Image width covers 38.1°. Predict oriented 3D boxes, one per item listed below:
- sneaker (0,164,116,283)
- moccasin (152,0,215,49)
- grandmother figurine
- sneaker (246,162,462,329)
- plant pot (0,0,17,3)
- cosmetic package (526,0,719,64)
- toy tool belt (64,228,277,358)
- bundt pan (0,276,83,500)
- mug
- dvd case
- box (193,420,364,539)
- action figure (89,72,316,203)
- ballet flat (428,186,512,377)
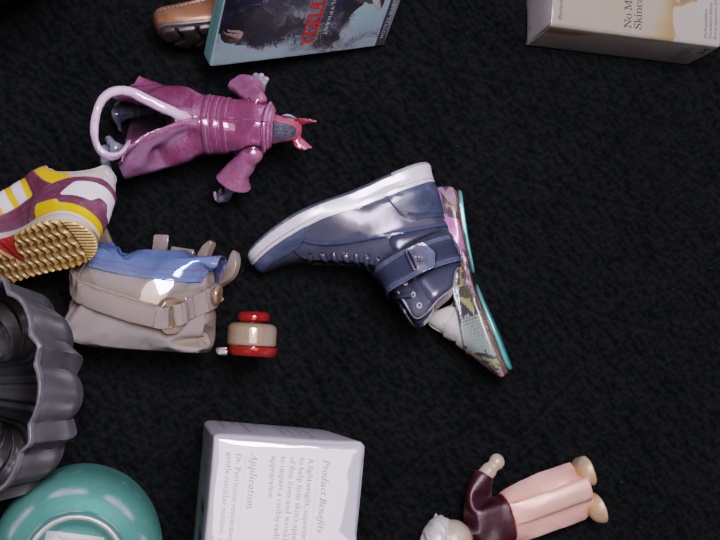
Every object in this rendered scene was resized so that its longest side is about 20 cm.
[{"bbox_3d":[-0.307,-0.045,0.947,0.197,0.075,0.091,-5,47,22],"label":"sneaker"},{"bbox_3d":[-0.112,-0.275,1.027,0.199,0.074,0.079,-24,88,-14],"label":"moccasin"},{"bbox_3d":[0.148,0.248,1.054,0.197,0.061,0.123,-18,81,-16],"label":"grandmother figurine"},{"bbox_3d":[0.000,0.000,1.011,0.200,0.077,0.148,-22,84,2],"label":"sneaker"},{"bbox_3d":[-0.327,-0.313,0.916,0.184,0.200,0.190,1,84,-12],"label":"plant pot"},{"bbox_3d":[0.282,-0.290,1.120,0.197,0.071,0.107,2,84,-13],"label":"cosmetic package"},{"bbox_3d":[-0.171,0.013,0.963,0.196,0.125,0.125,4,85,-1],"label":"toy tool belt"},{"bbox_3d":[-0.315,0.104,0.907,0.075,0.199,0.206,12,80,-55],"label":"bundt pan"},{"bbox_3d":[-0.265,0.264,0.927,0.184,0.114,0.153,-37,94,-13],"label":"mug"},{"bbox_3d":[-0.044,-0.264,0.989,0.198,0.147,0.022,-14,59,-29],"label":"dvd case"},{"bbox_3d":[-0.082,0.242,0.928,0.128,0.200,0.203,6,84,-10],"label":"box"},{"bbox_3d":[-0.140,-0.145,0.980,0.196,0.149,0.136,0,79,1],"label":"action figure"},{"bbox_3d":[0.094,0.016,1.061,0.070,0.069,0.203,-16,85,5],"label":"ballet flat"}]
